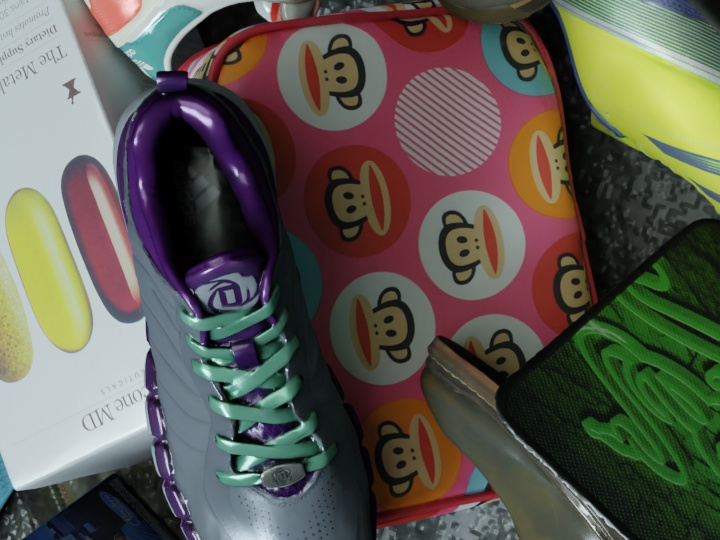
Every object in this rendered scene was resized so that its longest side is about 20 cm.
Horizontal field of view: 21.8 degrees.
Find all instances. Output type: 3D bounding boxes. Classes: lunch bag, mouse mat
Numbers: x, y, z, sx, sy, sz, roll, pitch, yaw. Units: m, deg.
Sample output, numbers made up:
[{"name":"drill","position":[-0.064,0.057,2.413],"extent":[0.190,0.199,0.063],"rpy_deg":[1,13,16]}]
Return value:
[{"name":"lunch bag","position":[0.000,0.000,0.725],"extent":[0.082,0.175,0.201],"rpy_deg":[-11,89,65]},{"name":"mouse mat","position":[0.160,0.075,0.661],"extent":[0.200,0.161,0.008],"rpy_deg":[42,137,14]}]

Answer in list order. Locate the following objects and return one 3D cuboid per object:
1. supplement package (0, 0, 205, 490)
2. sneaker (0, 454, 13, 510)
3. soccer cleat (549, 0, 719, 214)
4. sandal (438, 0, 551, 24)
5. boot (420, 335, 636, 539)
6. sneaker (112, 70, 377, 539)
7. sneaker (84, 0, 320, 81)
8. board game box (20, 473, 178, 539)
[{"name":"supplement package","position":[-0.114,-0.022,0.815],"extent":[0.113,0.109,0.201],"rpy_deg":[-27,80,25]},{"name":"sneaker","position":[-0.225,0.073,0.899],"extent":[0.200,0.079,0.131],"rpy_deg":[-49,57,28]},{"name":"soccer cleat","position":[0.134,-0.061,0.728],"extent":[0.084,0.065,0.201],"rpy_deg":[-41,75,40]},{"name":"sandal","position":[0.071,-0.190,0.716],"extent":[0.081,0.055,0.201],"rpy_deg":[14,72,38]},{"name":"boot","position":[0.069,0.122,0.670],"extent":[0.097,0.075,0.200],"rpy_deg":[-44,81,9]},{"name":"sneaker","position":[-0.045,0.032,0.630],"extent":[0.074,0.088,0.201],"rpy_deg":[-18,90,-2]},{"name":"sneaker","position":[-0.029,-0.153,0.778],"extent":[0.199,0.070,0.094],"rpy_deg":[-32,108,-10]},{"name":"board game box","position":[-0.105,0.182,0.768],"extent":[0.200,0.200,0.062],"rpy_deg":[43,108,19]}]
